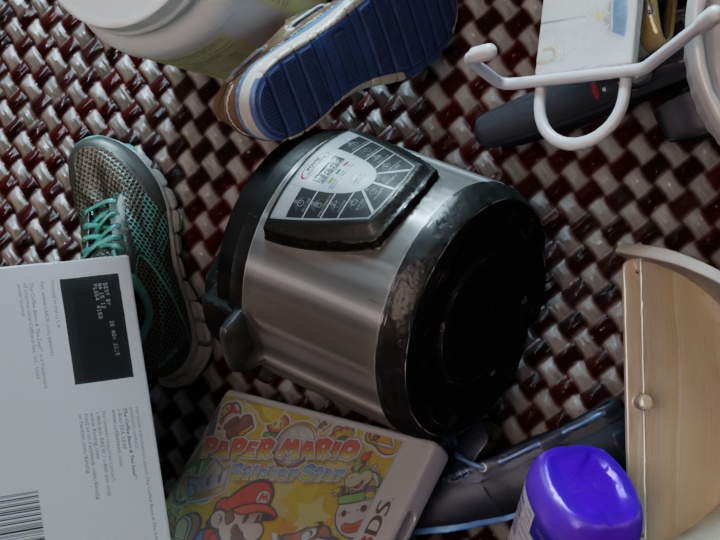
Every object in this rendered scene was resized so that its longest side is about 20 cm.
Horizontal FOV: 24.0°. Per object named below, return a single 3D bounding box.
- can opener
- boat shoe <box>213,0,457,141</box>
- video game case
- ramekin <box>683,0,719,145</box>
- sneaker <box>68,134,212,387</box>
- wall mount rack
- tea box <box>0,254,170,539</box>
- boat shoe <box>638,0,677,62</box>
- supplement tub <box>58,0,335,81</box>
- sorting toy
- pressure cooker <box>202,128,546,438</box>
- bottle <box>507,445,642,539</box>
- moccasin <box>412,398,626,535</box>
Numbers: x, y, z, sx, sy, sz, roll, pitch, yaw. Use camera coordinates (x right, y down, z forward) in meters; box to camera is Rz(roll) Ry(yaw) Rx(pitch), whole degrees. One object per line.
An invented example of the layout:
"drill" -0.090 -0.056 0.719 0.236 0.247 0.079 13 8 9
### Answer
"can opener" 0.165 -0.116 1.109 0.198 0.063 0.080 -13 78 24
"boat shoe" -0.019 -0.154 1.149 0.072 0.199 0.073 11 125 49
"video game case" -0.059 0.176 1.122 0.199 0.023 0.183 9 62 42
"ramekin" 0.283 -0.136 1.005 0.200 0.094 0.205 0 90 -3
"sneaker" -0.174 -0.011 1.251 0.077 0.091 0.202 -29 77 20
"wall mount rack" 0.149 -0.178 0.997 0.172 0.074 0.202 -4 71 35
"tea box" -0.232 0.109 1.158 0.196 0.132 0.203 -25 73 63
"boat shoe" 0.189 -0.222 1.075 0.076 0.071 0.202 -6 68 43
"supplement tub" -0.114 -0.212 1.169 0.143 0.200 0.147 -1 87 25
"sorting toy" 0.220 0.082 1.003 0.105 0.180 0.203 -1 89 -5
"pressure cooker" 0.000 0.003 1.117 0.199 0.175 0.181 22 98 34
"bottle" 0.122 0.208 1.080 0.084 0.065 0.202 -115 30 -49
"moccasin" 0.090 0.129 1.136 0.198 0.080 0.069 -14 93 11
